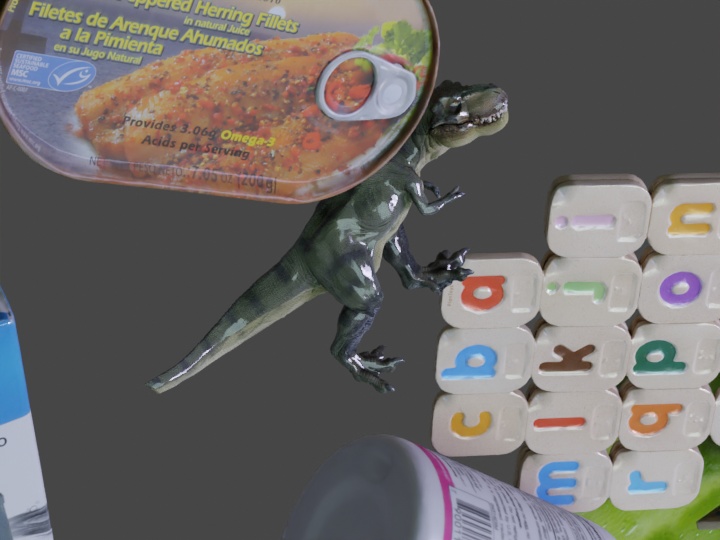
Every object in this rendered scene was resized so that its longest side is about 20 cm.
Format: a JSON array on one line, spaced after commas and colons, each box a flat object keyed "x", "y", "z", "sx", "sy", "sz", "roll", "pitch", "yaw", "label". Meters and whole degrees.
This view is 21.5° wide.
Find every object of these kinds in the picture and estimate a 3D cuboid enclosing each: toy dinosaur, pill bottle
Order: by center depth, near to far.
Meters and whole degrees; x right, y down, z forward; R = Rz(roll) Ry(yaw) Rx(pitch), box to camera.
[{"x": 0.000, "y": 0.000, "z": 0.849, "sx": 0.200, "sy": 0.047, "sz": 0.088, "roll": -45, "pitch": 123, "yaw": 4, "label": "toy dinosaur"}, {"x": 0.066, "y": 0.164, "z": 0.939, "sx": 0.199, "sy": 0.113, "sz": 0.114, "roll": 27, "pitch": 104, "yaw": -33, "label": "pill bottle"}]

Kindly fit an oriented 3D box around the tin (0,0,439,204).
[{"x": -0.058, "y": -0.089, "z": 0.756, "sx": 0.199, "sy": 0.042, "sz": 0.113, "roll": 6, "pitch": 120, "yaw": -35, "label": "tin"}]

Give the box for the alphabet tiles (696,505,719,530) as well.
[{"x": 0.298, "y": 0.109, "z": 1.032, "sx": 0.199, "sy": 0.166, "sz": 0.008, "roll": -17, "pitch": 98, "yaw": -54, "label": "alphabet tiles"}]

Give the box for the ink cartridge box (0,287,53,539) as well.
[{"x": -0.203, "y": 0.099, "z": 0.759, "sx": 0.145, "sy": 0.086, "sz": 0.202, "roll": -19, "pitch": 127, "yaw": -21, "label": "ink cartridge box"}]

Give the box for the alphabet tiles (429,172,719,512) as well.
[{"x": 0.132, "y": 0.039, "z": 0.939, "sx": 0.193, "sy": 0.015, "sz": 0.202, "roll": -2, "pitch": 125, "yaw": -7, "label": "alphabet tiles"}]
